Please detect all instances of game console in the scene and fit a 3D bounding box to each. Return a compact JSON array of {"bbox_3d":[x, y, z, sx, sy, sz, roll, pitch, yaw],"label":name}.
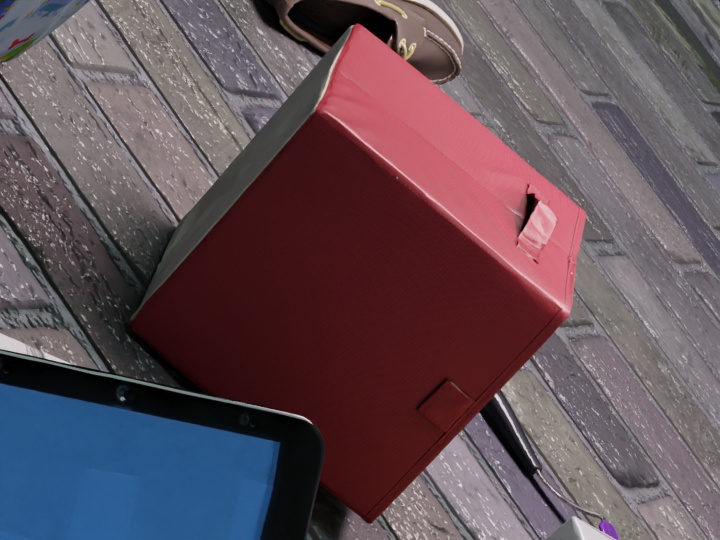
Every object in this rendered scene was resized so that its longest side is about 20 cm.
[{"bbox_3d":[-0.101,0.138,1.168,0.200,0.119,0.172,13,29,-26],"label":"game console"}]

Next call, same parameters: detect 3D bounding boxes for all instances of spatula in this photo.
[{"bbox_3d":[0.131,0.142,1.910,0.200,0.021,0.057,52,7,12],"label":"spatula"}]

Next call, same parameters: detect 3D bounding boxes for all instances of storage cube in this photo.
[{"bbox_3d":[0.000,0.000,1.633,0.180,0.200,0.171,40,21,-9],"label":"storage cube"}]

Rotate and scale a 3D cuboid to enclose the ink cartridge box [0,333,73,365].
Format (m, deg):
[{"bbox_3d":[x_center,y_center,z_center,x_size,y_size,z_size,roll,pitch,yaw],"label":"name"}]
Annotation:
[{"bbox_3d":[-0.151,0.097,1.303,0.200,0.067,0.116,28,28,-46],"label":"ink cartridge box"}]

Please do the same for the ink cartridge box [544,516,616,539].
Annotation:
[{"bbox_3d":[0.071,0.237,1.336,0.083,0.200,0.146,32,25,-35],"label":"ink cartridge box"}]

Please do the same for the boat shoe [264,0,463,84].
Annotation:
[{"bbox_3d":[0.005,-0.181,2.163,0.200,0.072,0.060,28,35,-40],"label":"boat shoe"}]

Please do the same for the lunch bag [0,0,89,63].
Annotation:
[{"bbox_3d":[-0.189,-0.179,1.587,0.082,0.161,0.200,51,18,2],"label":"lunch bag"}]
